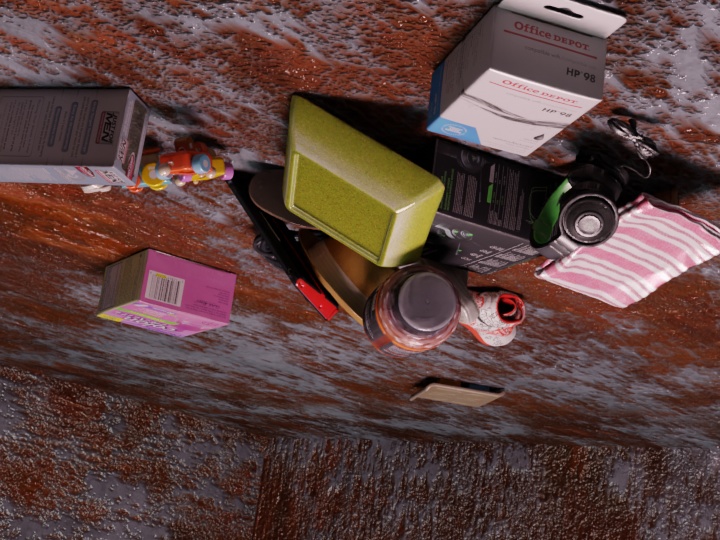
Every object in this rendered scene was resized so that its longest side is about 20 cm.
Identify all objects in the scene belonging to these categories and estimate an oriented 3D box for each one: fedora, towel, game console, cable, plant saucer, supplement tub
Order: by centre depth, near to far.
[{"bbox_3d":[-0.013,-0.086,1.295,0.199,0.048,0.200,31,155,8],"label":"plant saucer"},{"bbox_3d":[0.321,-0.015,1.324,0.146,0.030,0.200,19,144,-26],"label":"towel"},{"bbox_3d":[0.065,0.052,1.403,0.106,0.108,0.200,10,171,-6],"label":"supplement tub"},{"bbox_3d":[-0.107,-0.029,1.529,0.031,0.200,0.177,-37,156,4],"label":"game console"},{"bbox_3d":[0.000,0.000,1.564,0.082,0.201,0.200,-41,148,11],"label":"fedora"},{"bbox_3d":[-0.086,-0.034,1.727,0.162,0.051,0.200,9,167,13],"label":"cable"}]

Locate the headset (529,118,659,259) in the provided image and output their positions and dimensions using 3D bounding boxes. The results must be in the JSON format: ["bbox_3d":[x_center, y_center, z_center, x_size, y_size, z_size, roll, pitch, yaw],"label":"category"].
[{"bbox_3d":[0.250,-0.093,1.244,0.094,0.124,0.200,35,140,-14],"label":"headset"}]

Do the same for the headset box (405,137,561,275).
[{"bbox_3d":[0.121,-0.074,1.388,0.199,0.093,0.174,15,163,-22],"label":"headset box"}]

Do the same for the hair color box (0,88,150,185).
[{"bbox_3d":[-0.355,-0.157,1.314,0.199,0.099,0.061,3,163,17],"label":"hair color box"}]

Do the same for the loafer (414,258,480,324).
[{"bbox_3d":[0.118,-0.004,1.514,0.070,0.200,0.070,-24,133,-6],"label":"loafer"}]

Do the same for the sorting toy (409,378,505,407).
[{"bbox_3d":[0.235,0.299,2.743,0.199,0.037,0.185,6,165,-10],"label":"sorting toy"}]

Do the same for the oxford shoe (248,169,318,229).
[{"bbox_3d":[-0.063,-0.083,1.493,0.199,0.072,0.071,14,168,-25],"label":"oxford shoe"}]

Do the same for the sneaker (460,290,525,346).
[{"bbox_3d":[0.246,0.086,1.930,0.108,0.068,0.201,-2,159,38],"label":"sneaker"}]

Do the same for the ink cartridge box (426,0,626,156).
[{"bbox_3d":[0.151,-0.181,1.051,0.115,0.067,0.200,13,163,-14],"label":"ink cartridge box"}]

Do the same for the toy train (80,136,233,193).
[{"bbox_3d":[-0.244,-0.134,1.377,0.199,0.056,0.150,-5,180,33],"label":"toy train"}]

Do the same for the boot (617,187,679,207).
[{"bbox_3d":[0.305,-0.058,1.388,0.154,0.074,0.200,7,165,0],"label":"boot"}]

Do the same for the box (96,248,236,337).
[{"bbox_3d":[-0.351,0.045,2.016,0.175,0.097,0.200,18,162,-31],"label":"box"}]
